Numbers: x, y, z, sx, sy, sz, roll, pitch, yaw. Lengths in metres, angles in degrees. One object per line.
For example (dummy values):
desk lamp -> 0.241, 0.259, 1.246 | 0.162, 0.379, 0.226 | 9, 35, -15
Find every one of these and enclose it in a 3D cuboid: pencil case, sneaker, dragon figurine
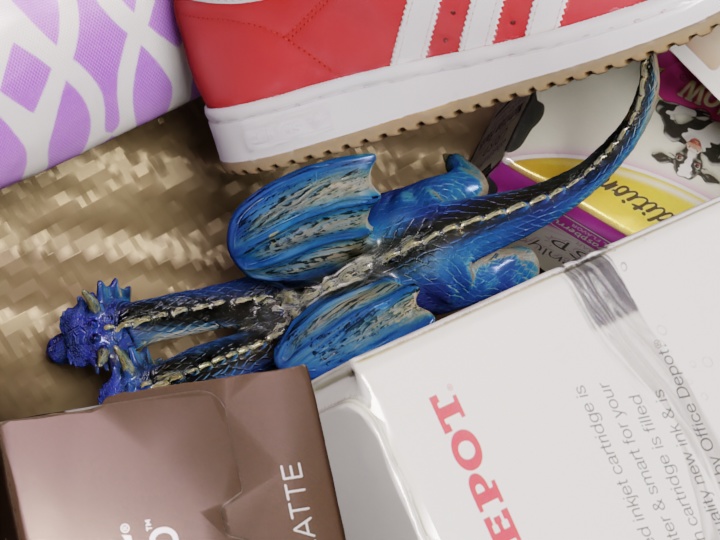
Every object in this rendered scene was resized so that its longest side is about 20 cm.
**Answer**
pencil case -> -0.101, -0.075, 0.861 | 0.199, 0.084, 0.085 | -26, 43, -25
sneaker -> 0.032, -0.107, 0.794 | 0.199, 0.071, 0.113 | -17, 102, 18
dragon figurine -> 0.000, 0.000, 0.834 | 0.099, 0.199, 0.059 | -7, 73, -58

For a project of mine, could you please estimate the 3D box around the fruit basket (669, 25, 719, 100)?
fruit basket -> 0.189, -0.091, 0.879 | 0.200, 0.094, 0.186 | 40, 66, -5

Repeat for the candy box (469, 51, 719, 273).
candy box -> 0.132, -0.073, 0.939 | 0.136, 0.061, 0.201 | 29, 67, -6

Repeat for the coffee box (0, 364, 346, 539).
coffee box -> -0.063, 0.109, 0.745 | 0.079, 0.200, 0.115 | -9, 75, -19

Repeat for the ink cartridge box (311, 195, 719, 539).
ink cartridge box -> 0.079, 0.068, 0.785 | 0.199, 0.083, 0.146 | -23, 87, -35
